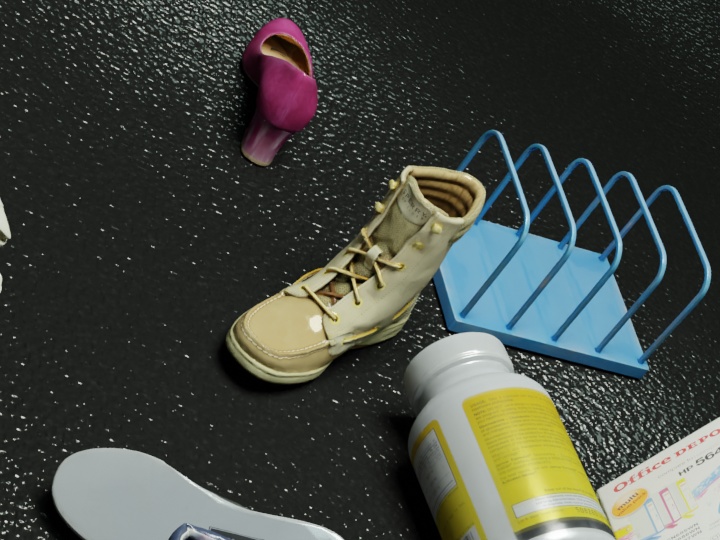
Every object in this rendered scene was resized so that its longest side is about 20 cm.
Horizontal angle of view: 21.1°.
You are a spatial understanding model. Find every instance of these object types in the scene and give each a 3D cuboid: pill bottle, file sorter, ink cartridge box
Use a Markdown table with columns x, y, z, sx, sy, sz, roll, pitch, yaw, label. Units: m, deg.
| x | y | z | sx | sy | sz | roll | pitch | yaw | label |
| --- | --- | --- | --- | --- | --- | --- | --- | --- | --- |
| 0.099 | 0.145 | 1.370 | 0.112 | 0.112 | 0.200 | 9 | 44 | -34 | pill bottle |
| 0.171 | -0.018 | 1.614 | 0.200 | 0.123 | 0.139 | 14 | 40 | -28 | file sorter |
| 0.259 | 0.202 | 1.359 | 0.125 | 0.128 | 0.200 | 57 | 7 | -19 | ink cartridge box |

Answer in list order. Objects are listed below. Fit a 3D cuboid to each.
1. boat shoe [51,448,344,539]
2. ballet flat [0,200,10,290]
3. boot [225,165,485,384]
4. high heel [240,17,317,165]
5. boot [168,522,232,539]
| x | y | z | sx | sy | sz | roll | pitch | yaw | label |
| --- | --- | --- | --- | --- | --- | --- | --- | --- | --- |
| -0.100 | 0.170 | 1.217 | 0.200 | 0.057 | 0.069 | 20 | 70 | 2 | boat shoe |
| -0.270 | -0.017 | 1.294 | 0.071 | 0.069 | 0.200 | 36 | 34 | -33 | ballet flat |
| 0.000 | 0.000 | 1.415 | 0.200 | 0.156 | 0.073 | -17 | 60 | -49 | boot |
| -0.059 | -0.178 | 1.626 | 0.067 | 0.096 | 0.200 | 29 | 35 | -10 | high heel |
| -0.049 | 0.234 | 1.157 | 0.200 | 0.090 | 0.073 | 31 | 35 | -7 | boot |
